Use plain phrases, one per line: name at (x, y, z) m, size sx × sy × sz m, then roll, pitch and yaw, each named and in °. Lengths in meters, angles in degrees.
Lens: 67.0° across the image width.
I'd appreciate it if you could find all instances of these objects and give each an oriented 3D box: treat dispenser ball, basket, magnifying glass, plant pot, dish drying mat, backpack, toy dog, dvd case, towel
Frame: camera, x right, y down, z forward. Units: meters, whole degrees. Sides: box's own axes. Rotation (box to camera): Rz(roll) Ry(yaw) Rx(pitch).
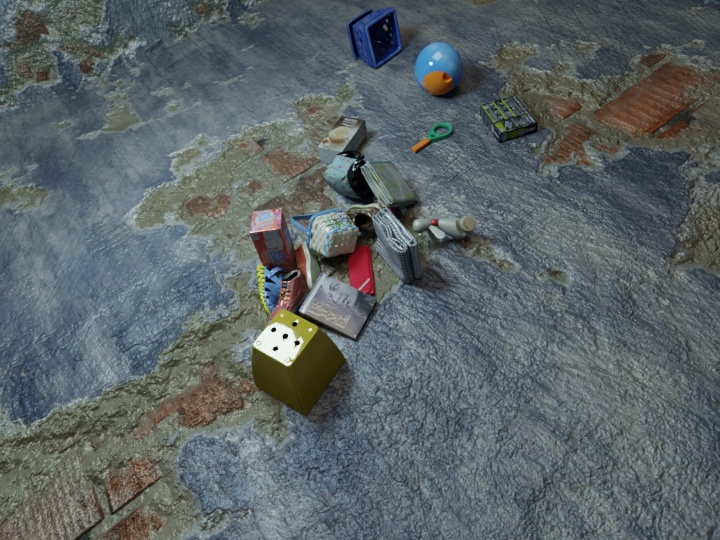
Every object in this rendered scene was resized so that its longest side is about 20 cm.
treat dispenser ball at (0.321, -0.830, 2.238) m, size 0.195 × 0.203 × 0.204 m, roll -5°, pitch 49°, yaw 6°
basket at (-0.109, -0.135, 1.776) m, size 0.174 × 0.142 × 0.198 m, roll -15°, pitch 36°, yaw -42°
magnifying glass at (0.276, -0.514, 2.108) m, size 0.198 × 0.023 × 0.079 m, roll -36°, pitch 53°, yaw -20°
plant pot at (-0.184, 0.227, 1.480) m, size 0.197 × 0.179 × 0.201 m, roll 22°, pitch 57°, yaw 27°
dish drying mat at (0.000, 0.000, 1.736) m, size 0.075 × 0.018 × 0.203 m, roll -10°, pitch 50°, yaw 5°
backpack at (-0.042, -0.338, 1.933) m, size 0.127 × 0.168 × 0.198 m, roll -45°, pitch 41°, yaw -16°
plant pot at (0.054, -1.083, 2.512) m, size 0.178 × 0.203 × 0.199 m, roll 29°, pitch 60°, yaw 38°
toy dog at (0.270, -0.118, 1.735) m, size 0.194 × 0.132 × 0.099 m, roll -3°, pitch 88°, yaw 14°
dvd case at (-0.067, 0.105, 1.635) m, size 0.196 × 0.016 × 0.150 m, roll 23°, pitch 61°, yaw 14°
towel at (0.108, -0.076, 1.683) m, size 0.084 × 0.167 × 0.201 m, roll -30°, pitch 51°, yaw -8°
towel at (0.096, -0.292, 1.844) m, size 0.198 × 0.048 × 0.173 m, roll -17°, pitch 72°, yaw -55°

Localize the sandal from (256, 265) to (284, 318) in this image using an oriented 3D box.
sandal at (-0.273, 0.059, 1.701) m, size 0.085 × 0.080 × 0.204 m, roll -11°, pitch 55°, yaw -4°

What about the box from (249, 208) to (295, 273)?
box at (-0.277, -0.091, 1.745) m, size 0.100 × 0.202 × 0.096 m, roll -6°, pitch 49°, yaw 6°

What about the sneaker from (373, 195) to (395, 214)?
sneaker at (0.082, -0.212, 1.846) m, size 0.077 × 0.097 × 0.203 m, roll -13°, pitch 48°, yaw 2°

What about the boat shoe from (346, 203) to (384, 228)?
boat shoe at (-0.005, -0.174, 1.796) m, size 0.075 × 0.076 × 0.200 m, roll -44°, pitch 19°, yaw -32°

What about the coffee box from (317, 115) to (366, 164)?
coffee box at (-0.068, -0.506, 2.127) m, size 0.112 × 0.081 × 0.202 m, roll 16°, pitch 55°, yaw 22°

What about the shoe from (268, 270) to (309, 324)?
shoe at (-0.224, 0.081, 1.625) m, size 0.070 × 0.093 × 0.201 m, roll -4°, pitch 28°, yaw 29°

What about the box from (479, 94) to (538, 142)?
box at (0.567, -0.587, 2.094) m, size 0.156 × 0.045 × 0.203 m, roll -17°, pitch 49°, yaw -2°

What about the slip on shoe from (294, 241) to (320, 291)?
slip on shoe at (-0.172, -0.006, 1.749) m, size 0.060 × 0.074 × 0.203 m, roll -31°, pitch 49°, yaw 14°
